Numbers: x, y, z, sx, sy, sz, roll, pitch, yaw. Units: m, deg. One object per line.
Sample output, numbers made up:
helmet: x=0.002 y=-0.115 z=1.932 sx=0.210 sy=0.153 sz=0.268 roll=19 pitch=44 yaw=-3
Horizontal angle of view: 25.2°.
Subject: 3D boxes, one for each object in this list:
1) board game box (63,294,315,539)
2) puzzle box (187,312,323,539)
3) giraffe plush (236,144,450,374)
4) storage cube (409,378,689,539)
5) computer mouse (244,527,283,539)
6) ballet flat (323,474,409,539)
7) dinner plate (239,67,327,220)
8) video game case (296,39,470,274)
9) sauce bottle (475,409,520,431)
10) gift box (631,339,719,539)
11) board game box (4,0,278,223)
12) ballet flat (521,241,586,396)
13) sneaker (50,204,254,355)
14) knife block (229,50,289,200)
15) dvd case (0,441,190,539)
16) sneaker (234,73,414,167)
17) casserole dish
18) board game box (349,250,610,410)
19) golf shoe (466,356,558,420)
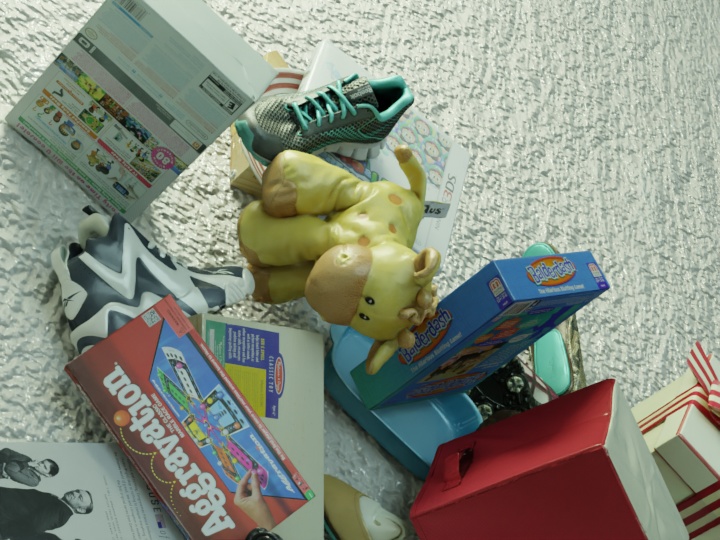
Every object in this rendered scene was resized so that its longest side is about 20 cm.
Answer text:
board game box: x=-0.135 y=0.128 z=1.274 sx=0.103 sy=0.019 sz=0.200 roll=-36 pitch=88 yaw=-20
puzzle box: x=-0.087 y=0.141 z=1.338 sx=0.133 sy=0.025 sz=0.200 roll=12 pitch=71 yaw=-40
giraffe plush: x=0.000 y=0.000 z=1.411 sx=0.200 sy=0.173 sz=0.162 roll=-10 pitch=40 yaw=-6
storage cube: x=0.171 y=0.226 z=1.401 sx=0.200 sy=0.180 sz=0.171 roll=63 pitch=18 yaw=-9
computer mouse: x=-0.027 y=0.285 z=1.280 sx=0.200 sy=0.044 sz=0.110 roll=28 pitch=83 yaw=-32
ballet flat: x=0.029 y=0.251 z=1.386 sx=0.200 sy=0.063 sz=0.069 roll=59 pitch=15 yaw=9
dinner plate: x=-0.042 y=-0.106 z=1.552 sx=0.200 sy=0.024 sz=0.200 roll=25 pitch=46 yaw=-28
video game case: x=0.016 y=-0.112 z=1.576 sx=0.200 sy=0.024 sz=0.182 roll=36 pitch=41 yaw=-18
sauce bottle: x=0.183 y=0.213 z=1.563 sx=0.200 sy=0.066 sz=0.066 roll=49 pitch=31 yaw=-34
gift box: x=0.347 y=0.201 z=1.669 sx=0.185 sy=0.187 sz=0.200 roll=44 pitch=37 yaw=-9
board game box: x=-0.191 y=-0.150 z=1.388 sx=0.148 sy=0.200 sz=0.064 roll=43 pitch=37 yaw=-11
ballet flat: x=0.211 y=0.069 z=1.755 sx=0.075 sy=0.068 sz=0.200 roll=41 pitch=37 yaw=-51
sneaker: x=-0.183 y=-0.005 z=1.372 sx=0.199 sy=0.079 sz=0.130 roll=-24 pitch=86 yaw=-43
knife block: x=-0.045 y=-0.104 z=1.621 sx=0.175 sy=0.064 sz=0.200 roll=26 pitch=42 yaw=-31
dvd case: x=-0.213 y=0.199 z=1.210 sx=0.200 sy=0.025 sz=0.150 roll=7 pitch=54 yaw=-44
sneaker: x=-0.030 y=-0.147 z=1.466 sx=0.200 sy=0.091 sz=0.078 roll=-15 pitch=71 yaw=-48
casserole dish: x=0.036 y=0.123 z=1.531 sx=0.200 sy=0.039 sz=0.121 roll=45 pitch=36 yaw=-9
board game box: x=0.108 y=0.055 z=1.467 sx=0.152 sy=0.200 sz=0.045 roll=-5 pitch=62 yaw=-49
golf shoe: x=0.154 y=0.128 z=1.640 sx=0.200 sy=0.077 sz=0.088 roll=49 pitch=16 yaw=-6
